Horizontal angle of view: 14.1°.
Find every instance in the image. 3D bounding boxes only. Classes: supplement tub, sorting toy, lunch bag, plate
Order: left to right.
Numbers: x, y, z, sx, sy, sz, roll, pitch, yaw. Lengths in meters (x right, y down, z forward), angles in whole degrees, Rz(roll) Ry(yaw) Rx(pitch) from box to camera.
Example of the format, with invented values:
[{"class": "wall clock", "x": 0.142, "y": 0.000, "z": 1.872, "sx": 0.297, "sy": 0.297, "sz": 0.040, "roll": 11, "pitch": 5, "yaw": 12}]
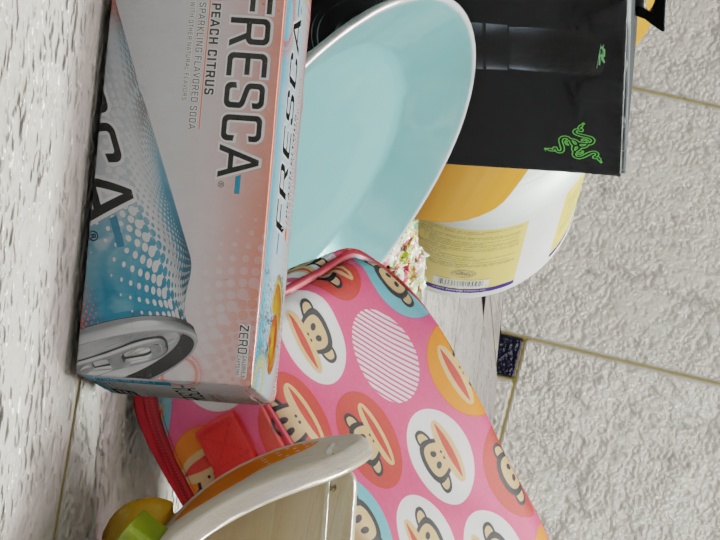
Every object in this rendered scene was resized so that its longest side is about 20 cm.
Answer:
[{"class": "sorting toy", "x": -0.071, "y": 0.164, "z": 1.022, "sx": 0.180, "sy": 0.106, "sz": 0.201, "roll": -21, "pitch": 115, "yaw": -75}, {"class": "plate", "x": -0.023, "y": -0.039, "z": 1.256, "sx": 0.200, "sy": 0.026, "sz": 0.201, "roll": -42, "pitch": 156, "yaw": -24}, {"class": "lunch bag", "x": -0.004, "y": 0.100, "z": 1.183, "sx": 0.201, "sy": 0.082, "sz": 0.176, "roll": 62, "pitch": 27, "yaw": -1}, {"class": "supplement tub", "x": 0.068, "y": -0.079, "z": 1.756, "sx": 0.200, "sy": 0.144, "sz": 0.146, "roll": 96, "pitch": 1, "yaw": -71}]

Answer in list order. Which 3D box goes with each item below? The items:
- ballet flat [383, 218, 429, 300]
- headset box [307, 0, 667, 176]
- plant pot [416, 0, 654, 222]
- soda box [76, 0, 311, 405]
[{"class": "ballet flat", "x": 0.000, "y": 0.000, "z": 1.538, "sx": 0.200, "sy": 0.075, "sz": 0.064, "roll": 40, "pitch": 50, "yaw": -71}, {"class": "headset box", "x": 0.041, "y": -0.136, "z": 1.321, "sx": 0.175, "sy": 0.199, "sz": 0.093, "roll": 87, "pitch": 9, "yaw": -51}, {"class": "plant pot", "x": 0.049, "y": -0.134, "z": 1.531, "sx": 0.201, "sy": 0.199, "sz": 0.184, "roll": -78, "pitch": -174, "yaw": -49}, {"class": "soda box", "x": -0.059, "y": -0.054, "z": 1.070, "sx": 0.064, "sy": 0.068, "sz": 0.201, "roll": 56, "pitch": 38, "yaw": -79}]
